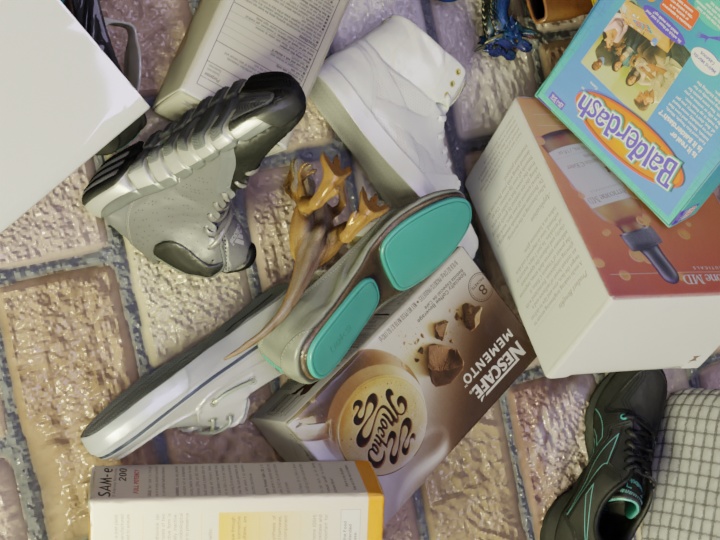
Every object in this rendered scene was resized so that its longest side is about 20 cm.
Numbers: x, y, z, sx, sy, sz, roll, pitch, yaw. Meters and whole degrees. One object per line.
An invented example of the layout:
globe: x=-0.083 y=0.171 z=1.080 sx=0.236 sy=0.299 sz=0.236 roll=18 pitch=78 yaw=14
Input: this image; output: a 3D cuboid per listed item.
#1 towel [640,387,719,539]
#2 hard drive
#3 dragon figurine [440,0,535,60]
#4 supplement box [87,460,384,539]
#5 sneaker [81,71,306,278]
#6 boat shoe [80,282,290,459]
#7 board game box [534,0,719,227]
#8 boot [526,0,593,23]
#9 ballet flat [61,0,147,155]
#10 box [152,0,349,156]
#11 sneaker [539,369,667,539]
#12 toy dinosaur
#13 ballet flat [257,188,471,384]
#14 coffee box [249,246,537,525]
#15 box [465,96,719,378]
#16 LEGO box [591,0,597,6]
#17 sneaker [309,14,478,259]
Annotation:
towel: x=0.328 y=0.202 z=1.129 sx=0.085 sy=0.165 sz=0.201 roll=15 pitch=80 yaw=-30
hard drive: x=-0.262 y=-0.097 z=0.904 sx=0.200 sy=0.025 sz=0.132 roll=-41 pitch=104 yaw=-3
dragon figurine: x=0.082 y=-0.259 z=1.092 sx=0.200 sy=0.059 sz=0.100 roll=40 pitch=62 yaw=-26
supplement box: x=-0.088 y=0.203 z=0.932 sx=0.199 sy=0.074 sz=0.126 roll=1 pitch=102 yaw=-9
sneaker: x=-0.092 y=-0.057 z=0.942 sx=0.116 sy=0.200 sz=0.075 roll=51 pitch=38 yaw=-24
boat shoe: x=-0.106 y=0.087 z=0.974 sx=0.200 sy=0.074 sz=0.067 roll=-36 pitch=102 yaw=-24
board game box: x=0.235 y=-0.154 z=0.974 sx=0.045 sy=0.200 sz=0.152 roll=-23 pitch=64 yaw=-44
boot: x=0.215 y=-0.218 z=1.119 sx=0.200 sy=0.068 sz=0.189 roll=-11 pitch=90 yaw=-47
ballet flat: x=-0.199 y=-0.183 z=0.958 sx=0.068 sy=0.068 sz=0.201 roll=-22 pitch=106 yaw=-35
box: x=-0.070 y=-0.192 z=1.008 sx=0.095 sy=0.078 sz=0.200 roll=29 pitch=75 yaw=-21
sneaker: x=0.223 y=0.167 z=1.128 sx=0.075 sy=0.079 sz=0.200 roll=30 pitch=73 yaw=-21
toy dinosaur: x=-0.033 y=-0.020 z=0.965 sx=0.060 sy=0.106 sz=0.200 roll=30 pitch=35 yaw=-15
ballet flat: x=0.000 y=0.000 z=0.987 sx=0.200 sy=0.064 sz=0.067 roll=-45 pitch=137 yaw=-25
coffee box: x=0.030 y=0.088 z=1.037 sx=0.200 sy=0.080 sz=0.113 roll=-44 pitch=105 yaw=-21
box: x=0.197 y=-0.028 z=1.063 sx=0.152 sy=0.106 sz=0.200 roll=-2 pitch=53 yaw=-27
LEGO box: x=0.249 y=-0.261 z=1.038 sx=0.077 sy=0.149 sz=0.201 roll=-8 pitch=82 yaw=-39
sneaker: x=0.058 y=-0.107 z=1.068 sx=0.116 sy=0.074 sz=0.200 roll=-40 pitch=102 yaw=-19
